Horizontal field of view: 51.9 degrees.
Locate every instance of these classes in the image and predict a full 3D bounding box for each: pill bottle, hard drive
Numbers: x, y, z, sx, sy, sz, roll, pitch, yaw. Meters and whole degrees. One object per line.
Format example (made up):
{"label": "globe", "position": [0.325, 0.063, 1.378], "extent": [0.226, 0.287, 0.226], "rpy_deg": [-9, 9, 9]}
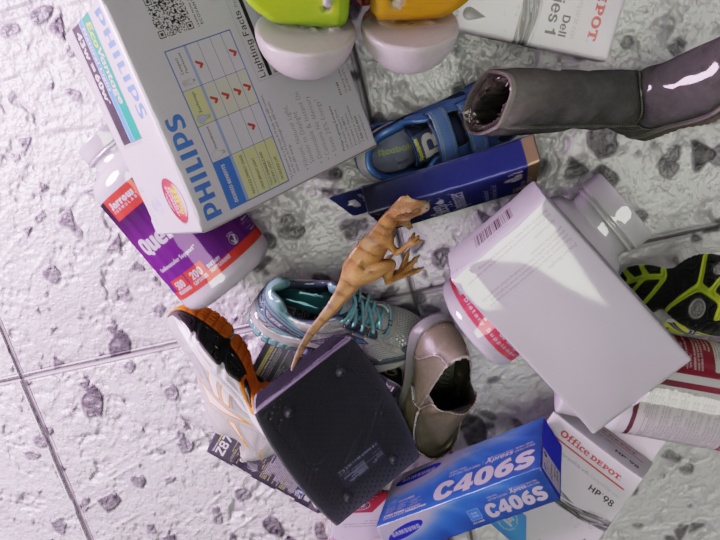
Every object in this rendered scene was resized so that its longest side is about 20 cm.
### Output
{"label": "pill bottle", "position": [-0.195, -0.065, 0.767], "extent": [0.112, 0.113, 0.201], "rpy_deg": [-35, 103, 15]}
{"label": "pill bottle", "position": [0.309, 0.119, 0.767], "extent": [0.197, 0.110, 0.111], "rpy_deg": [9, 109, 10]}
{"label": "hard drive", "position": [-0.025, 0.168, 0.783], "extent": [0.134, 0.042, 0.201], "rpy_deg": [-37, 126, -12]}
{"label": "pill bottle", "position": [0.189, -0.003, 0.757], "extent": [0.200, 0.109, 0.109], "rpy_deg": [-41, 101, 16]}

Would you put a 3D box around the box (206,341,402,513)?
{"label": "box", "position": [-0.067, 0.166, 0.867], "extent": [0.160, 0.049, 0.201], "rpy_deg": [28, 108, -6]}

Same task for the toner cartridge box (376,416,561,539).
{"label": "toner cartridge box", "position": [0.117, 0.233, 0.797], "extent": [0.199, 0.095, 0.043], "rpy_deg": [-29, 99, 24]}

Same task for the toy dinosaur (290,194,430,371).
{"label": "toy dinosaur", "position": [0.000, 0.000, 0.716], "extent": [0.060, 0.106, 0.201], "rpy_deg": [46, 115, 26]}

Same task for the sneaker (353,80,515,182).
{"label": "sneaker", "position": [0.085, -0.135, 0.737], "extent": [0.198, 0.082, 0.075], "rpy_deg": [-21, 103, 10]}

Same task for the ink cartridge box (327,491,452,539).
{"label": "ink cartridge box", "position": [0.035, 0.343, 0.837], "extent": [0.144, 0.200, 0.084], "rpy_deg": [-3, 108, 6]}

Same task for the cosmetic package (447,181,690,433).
{"label": "cosmetic package", "position": [0.185, 0.033, 0.670], "extent": [0.113, 0.081, 0.200], "rpy_deg": [-40, 101, 16]}

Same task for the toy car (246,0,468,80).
{"label": "toy car", "position": [-0.006, -0.260, 0.589], "extent": [0.197, 0.151, 0.176], "rpy_deg": [-6, 139, -8]}

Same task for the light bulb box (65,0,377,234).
{"label": "light bulb box", "position": [-0.122, -0.162, 0.671], "extent": [0.199, 0.124, 0.200], "rpy_deg": [-31, 108, -30]}

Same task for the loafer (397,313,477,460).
{"label": "loafer", "position": [0.084, 0.143, 0.808], "extent": [0.074, 0.070, 0.202], "rpy_deg": [-19, 129, -18]}

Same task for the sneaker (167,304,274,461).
{"label": "sneaker", "position": [-0.153, 0.131, 0.807], "extent": [0.092, 0.076, 0.201], "rpy_deg": [-36, 97, 20]}

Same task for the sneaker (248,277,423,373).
{"label": "sneaker", "position": [-0.016, 0.053, 0.782], "extent": [0.197, 0.078, 0.087], "rpy_deg": [9, 150, -13]}

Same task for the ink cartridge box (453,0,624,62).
{"label": "ink cartridge box", "position": [0.147, -0.286, 0.679], "extent": [0.197, 0.084, 0.148], "rpy_deg": [12, 109, 2]}

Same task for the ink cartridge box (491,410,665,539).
{"label": "ink cartridge box", "position": [0.241, 0.231, 0.830], "extent": [0.115, 0.066, 0.202], "rpy_deg": [36, 111, 25]}

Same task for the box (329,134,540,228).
{"label": "box", "position": [0.077, -0.079, 0.736], "extent": [0.198, 0.121, 0.033], "rpy_deg": [-15, 83, 10]}

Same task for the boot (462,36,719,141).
{"label": "boot", "position": [0.213, -0.161, 0.651], "extent": [0.198, 0.182, 0.074], "rpy_deg": [5, 73, -20]}

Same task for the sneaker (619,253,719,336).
{"label": "sneaker", "position": [0.335, 0.029, 0.722], "extent": [0.076, 0.200, 0.076], "rpy_deg": [18, 89, -18]}
